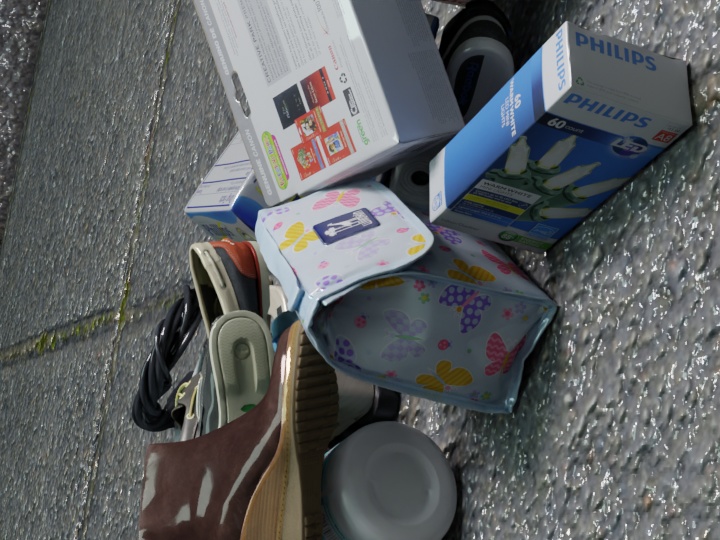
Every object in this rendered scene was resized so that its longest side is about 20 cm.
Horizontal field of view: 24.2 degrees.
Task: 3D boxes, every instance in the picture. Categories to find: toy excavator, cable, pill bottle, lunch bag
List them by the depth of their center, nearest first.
[{"bbox_3d":[0.027,0.011,1.308,0.170,0.199,0.128,-124,51,-62],"label":"lunch bag"},{"bbox_3d":[-0.010,0.207,1.402,0.200,0.110,0.111,-41,41,54],"label":"pill bottle"},{"bbox_3d":[-0.057,0.071,1.568,0.194,0.099,0.201,-42,48,51],"label":"toy excavator"},{"bbox_3d":[-0.184,0.091,1.714,0.164,0.051,0.200,-57,-13,2],"label":"cable"}]

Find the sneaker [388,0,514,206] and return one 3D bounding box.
[{"bbox_3d":[0.084,-0.140,1.446,0.112,0.073,0.201,-81,14,-49],"label":"sneaker"}]

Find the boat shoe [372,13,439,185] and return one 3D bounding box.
[{"bbox_3d":[0.007,-0.138,1.451,0.072,0.072,0.201,-60,-11,-65],"label":"boat shoe"}]

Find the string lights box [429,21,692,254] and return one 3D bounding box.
[{"bbox_3d":[0.140,-0.092,1.221,0.200,0.102,0.059,135,143,-52],"label":"string lights box"}]

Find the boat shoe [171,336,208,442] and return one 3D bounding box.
[{"bbox_3d":[-0.144,0.134,1.542,0.072,0.060,0.202,97,174,-47],"label":"boat shoe"}]

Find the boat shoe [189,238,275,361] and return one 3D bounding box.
[{"bbox_3d":[-0.111,0.071,1.485,0.071,0.062,0.201,-18,76,55],"label":"boat shoe"}]

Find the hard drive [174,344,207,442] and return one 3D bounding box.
[{"bbox_3d":[-0.153,0.189,1.631,0.201,0.027,0.132,-97,24,-44],"label":"hard drive"}]

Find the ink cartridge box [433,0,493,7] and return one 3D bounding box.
[{"bbox_3d":[0.083,-0.286,1.406,0.200,0.146,0.083,174,102,-67],"label":"ink cartridge box"}]

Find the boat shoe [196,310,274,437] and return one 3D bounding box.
[{"bbox_3d":[-0.104,0.136,1.420,0.068,0.071,0.201,170,100,-70],"label":"boat shoe"}]

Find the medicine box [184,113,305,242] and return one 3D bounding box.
[{"bbox_3d":[-0.055,-0.106,1.593,0.201,0.103,0.182,-56,16,-10],"label":"medicine box"}]

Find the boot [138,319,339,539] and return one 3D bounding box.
[{"bbox_3d":[-0.104,0.139,1.335,0.165,0.072,0.201,-1,81,30],"label":"boot"}]

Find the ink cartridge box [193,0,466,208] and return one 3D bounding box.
[{"bbox_3d":[-0.029,-0.172,1.363,0.175,0.084,0.201,-23,85,46],"label":"ink cartridge box"}]
